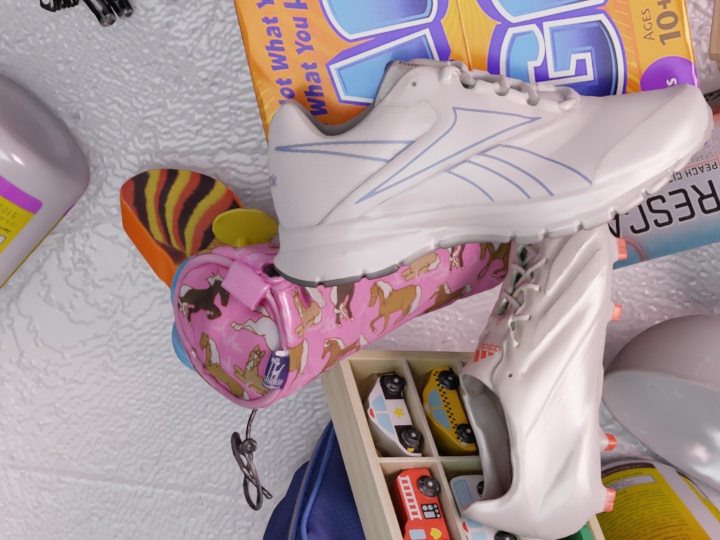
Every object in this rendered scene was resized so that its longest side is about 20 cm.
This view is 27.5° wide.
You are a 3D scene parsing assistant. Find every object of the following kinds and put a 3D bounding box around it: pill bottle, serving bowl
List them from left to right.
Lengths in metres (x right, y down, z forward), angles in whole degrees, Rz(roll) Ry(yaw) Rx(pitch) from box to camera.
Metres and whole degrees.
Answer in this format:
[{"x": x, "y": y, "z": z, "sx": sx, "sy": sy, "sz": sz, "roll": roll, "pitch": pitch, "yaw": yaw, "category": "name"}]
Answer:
[{"x": -0.253, "y": -0.014, "z": 0.840, "sx": 0.104, "sy": 0.104, "sz": 0.200, "roll": 42, "pitch": 102, "yaw": -7, "category": "pill bottle"}, {"x": 0.174, "y": 0.189, "z": 0.813, "sx": 0.108, "sy": 0.200, "sz": 0.111, "roll": -1, "pitch": 104, "yaw": -6, "category": "pill bottle"}, {"x": 0.233, "y": 0.080, "z": 0.806, "sx": 0.199, "sy": 0.200, "sz": 0.066, "roll": 31, "pitch": 76, "yaw": -4, "category": "serving bowl"}]

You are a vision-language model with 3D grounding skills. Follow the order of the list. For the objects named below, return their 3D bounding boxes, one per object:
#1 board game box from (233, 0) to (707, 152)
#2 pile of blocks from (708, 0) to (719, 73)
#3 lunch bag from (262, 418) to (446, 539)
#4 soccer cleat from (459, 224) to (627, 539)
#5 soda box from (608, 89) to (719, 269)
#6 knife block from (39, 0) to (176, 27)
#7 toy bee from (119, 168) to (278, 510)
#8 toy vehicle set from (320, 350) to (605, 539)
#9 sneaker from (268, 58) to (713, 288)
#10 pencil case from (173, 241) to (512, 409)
[{"x": 0.047, "y": -0.156, "z": 0.738, "sx": 0.197, "sy": 0.200, "sz": 0.202, "roll": -11, "pitch": 104, "yaw": 7, "category": "board game box"}, {"x": 0.197, "y": -0.188, "z": 0.767, "sx": 0.081, "sy": 0.062, "sz": 0.202, "roll": -21, "pitch": 73, "yaw": 14, "category": "pile of blocks"}, {"x": 0.022, "y": 0.155, "z": 0.826, "sx": 0.135, "sy": 0.201, "sz": 0.133, "roll": 27, "pitch": 123, "yaw": -6, "category": "lunch bag"}, {"x": 0.088, "y": 0.033, "z": 0.743, "sx": 0.077, "sy": 0.069, "sz": 0.203, "roll": 5, "pitch": 78, "yaw": -14, "category": "soccer cleat"}, {"x": 0.174, "y": -0.052, "z": 0.788, "sx": 0.198, "sy": 0.064, "sz": 0.069, "roll": -16, "pitch": 104, "yaw": 35, "category": "soda box"}, {"x": -0.160, "y": -0.240, "z": 0.800, "sx": 0.173, "sy": 0.064, "sz": 0.203, "roll": 7, "pitch": 104, "yaw": 1, "category": "knife block"}, {"x": -0.056, "y": 0.023, "z": 0.836, "sx": 0.108, "sy": 0.131, "sz": 0.202, "roll": -20, "pitch": 85, "yaw": -18, "category": "toy bee"}, {"x": 0.062, "y": 0.130, "z": 0.752, "sx": 0.123, "sy": 0.202, "sz": 0.027, "roll": 2, "pitch": 140, "yaw": -27, "category": "toy vehicle set"}, {"x": 0.050, "y": -0.052, "z": 0.626, "sx": 0.197, "sy": 0.075, "sz": 0.088, "roll": -13, "pitch": 99, "yaw": 7, "category": "sneaker"}, {"x": 0.000, "y": 0.000, "z": 0.759, "sx": 0.086, "sy": 0.199, "sz": 0.084, "roll": 6, "pitch": 112, "yaw": 44, "category": "pencil case"}]
